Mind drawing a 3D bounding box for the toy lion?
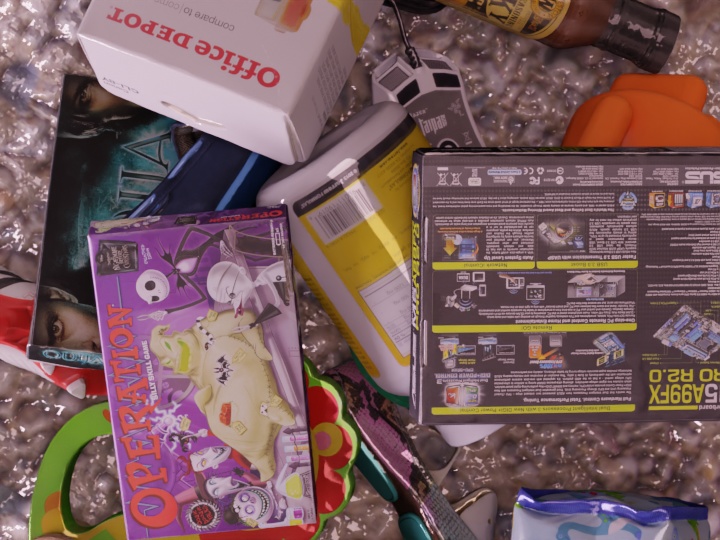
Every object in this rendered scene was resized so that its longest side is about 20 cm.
[{"bbox_3d":[-0.104,0.132,1.440,0.198,0.069,0.193,12,94,4],"label":"toy lion"}]

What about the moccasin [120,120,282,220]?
[{"bbox_3d":[-0.089,-0.077,1.407,0.068,0.081,0.201,27,58,11],"label":"moccasin"}]

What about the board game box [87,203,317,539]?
[{"bbox_3d":[-0.093,0.063,1.363,0.119,0.032,0.201,-4,111,4],"label":"board game box"}]

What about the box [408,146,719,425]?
[{"bbox_3d":[0.129,0.008,1.338,0.198,0.044,0.162,-1,98,-6],"label":"box"}]

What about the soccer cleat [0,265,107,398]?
[{"bbox_3d":[-0.221,0.028,1.455,0.199,0.085,0.069,13,110,-25],"label":"soccer cleat"}]

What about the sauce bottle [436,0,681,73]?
[{"bbox_3d":[0.107,-0.182,1.446,0.199,0.065,0.065,20,88,-7],"label":"sauce bottle"}]

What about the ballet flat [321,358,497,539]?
[{"bbox_3d":[0.044,0.142,1.476,0.071,0.069,0.201,-33,90,-18],"label":"ballet flat"}]

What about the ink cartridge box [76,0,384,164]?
[{"bbox_3d":[-0.060,-0.186,1.362,0.144,0.083,0.201,21,76,12],"label":"ink cartridge box"}]

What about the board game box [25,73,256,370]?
[{"bbox_3d":[-0.133,-0.028,1.433,0.134,0.028,0.201,6,60,-7],"label":"board game box"}]

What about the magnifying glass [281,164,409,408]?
[{"bbox_3d":[0.000,0.000,1.480,0.079,0.022,0.201,-28,81,-40],"label":"magnifying glass"}]

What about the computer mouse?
[{"bbox_3d":[0.033,-0.104,1.479,0.109,0.044,0.201,-18,93,-35],"label":"computer mouse"}]

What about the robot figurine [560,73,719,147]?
[{"bbox_3d":[0.170,-0.032,1.440,0.116,0.144,0.201,26,59,-3],"label":"robot figurine"}]

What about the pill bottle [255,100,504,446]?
[{"bbox_3d":[0.032,0.005,1.406,0.112,0.112,0.201,-35,100,-4],"label":"pill bottle"}]

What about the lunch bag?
[{"bbox_3d":[0.160,0.224,1.420,0.127,0.200,0.172,5,87,24],"label":"lunch bag"}]
